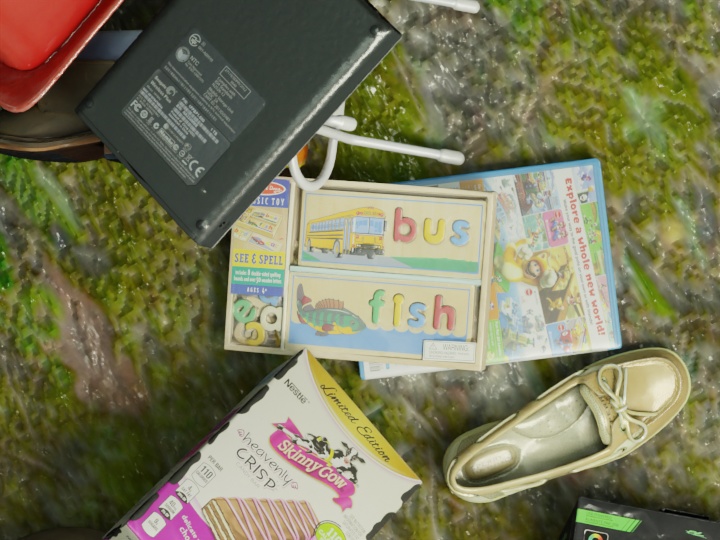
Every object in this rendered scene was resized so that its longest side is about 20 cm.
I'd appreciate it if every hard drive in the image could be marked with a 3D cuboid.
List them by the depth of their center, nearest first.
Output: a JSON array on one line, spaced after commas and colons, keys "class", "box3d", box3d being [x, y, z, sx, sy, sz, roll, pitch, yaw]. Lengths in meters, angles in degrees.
[{"class": "hard drive", "box3d": [-0.086, -0.136, 1.415, 0.200, 0.033, 0.140, -47, 73, 10]}]

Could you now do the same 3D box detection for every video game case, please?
[{"class": "video game case", "box3d": [0.090, -0.001, 1.545, 0.198, 0.018, 0.145, -7, 89, 0]}]

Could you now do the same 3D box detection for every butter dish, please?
[{"class": "butter dish", "box3d": [-0.257, -0.249, 1.455, 0.200, 0.148, 0.200, -49, 50, -1]}]

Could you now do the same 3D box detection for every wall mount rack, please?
[{"class": "wall mount rack", "box3d": [0.012, -0.152, 1.494, 0.074, 0.173, 0.202, 5, 87, 30]}]

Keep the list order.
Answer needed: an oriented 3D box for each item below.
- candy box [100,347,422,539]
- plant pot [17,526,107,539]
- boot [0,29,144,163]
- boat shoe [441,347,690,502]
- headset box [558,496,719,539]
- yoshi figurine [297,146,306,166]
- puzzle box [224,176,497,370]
[{"class": "candy box", "box3d": [-0.068, 0.172, 1.471, 0.137, 0.061, 0.200, 48, 57, -4]}, {"class": "plant pot", "box3d": [-0.230, 0.297, 1.442, 0.198, 0.173, 0.202, 2, 97, 15]}, {"class": "boot", "box3d": [-0.209, -0.129, 1.511, 0.198, 0.075, 0.098, 5, 87, 19]}, {"class": "boat shoe", "box3d": [0.154, 0.117, 1.520, 0.199, 0.063, 0.074, -21, 89, 0]}, {"class": "headset box", "box3d": [0.222, 0.271, 1.474, 0.172, 0.093, 0.202, 11, 63, 1]}, {"class": "yoshi figurine", "box3d": [-0.082, -0.180, 1.517, 0.111, 0.112, 0.202, 10, 105, 37]}, {"class": "puzzle box", "box3d": [0.000, 0.000, 1.523, 0.198, 0.025, 0.135, 4, 90, 10]}]
